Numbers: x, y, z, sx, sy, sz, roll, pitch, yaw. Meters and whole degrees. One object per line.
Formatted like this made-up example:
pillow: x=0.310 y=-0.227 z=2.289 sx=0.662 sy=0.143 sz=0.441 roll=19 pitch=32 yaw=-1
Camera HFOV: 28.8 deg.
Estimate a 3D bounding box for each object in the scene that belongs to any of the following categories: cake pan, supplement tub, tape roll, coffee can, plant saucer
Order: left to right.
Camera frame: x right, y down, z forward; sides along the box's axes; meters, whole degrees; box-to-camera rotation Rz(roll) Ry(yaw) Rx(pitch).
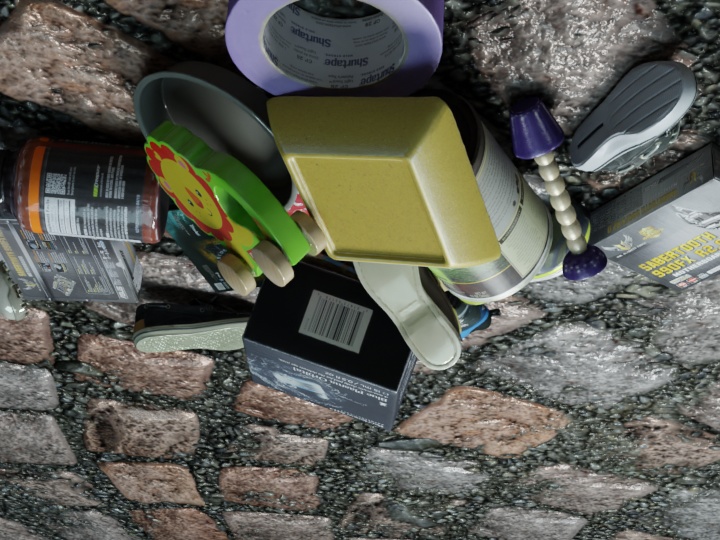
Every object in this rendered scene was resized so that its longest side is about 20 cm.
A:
supplement tub: x=-0.313 y=-0.091 z=1.551 sx=0.197 sy=0.108 sz=0.107 roll=6 pitch=151 yaw=-2
cake pan: x=-0.142 y=-0.138 z=1.443 sx=0.198 sy=0.037 sz=0.201 roll=25 pitch=149 yaw=16
tape roll: x=-0.022 y=-0.238 z=1.273 sx=0.197 sy=0.086 sz=0.201 roll=3 pitch=150 yaw=2
plant saucer: x=0.015 y=-0.072 z=1.332 sx=0.197 sy=0.049 sz=0.201 roll=5 pitch=138 yaw=31
coffee can: x=0.102 y=-0.075 z=1.483 sx=0.145 sy=0.148 sz=0.200 roll=-12 pitch=148 yaw=27

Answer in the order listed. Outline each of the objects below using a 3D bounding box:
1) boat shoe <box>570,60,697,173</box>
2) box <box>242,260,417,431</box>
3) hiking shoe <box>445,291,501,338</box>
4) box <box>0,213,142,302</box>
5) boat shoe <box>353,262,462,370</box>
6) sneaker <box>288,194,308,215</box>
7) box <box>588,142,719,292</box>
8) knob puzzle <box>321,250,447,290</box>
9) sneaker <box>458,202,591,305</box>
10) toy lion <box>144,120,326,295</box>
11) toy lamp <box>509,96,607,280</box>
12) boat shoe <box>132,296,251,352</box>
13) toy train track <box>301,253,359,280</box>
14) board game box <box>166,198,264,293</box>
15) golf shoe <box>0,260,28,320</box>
boat shoe: x=0.287 y=-0.154 z=1.414 sx=0.070 sy=0.073 sz=0.200 roll=7 pitch=163 yaw=-21
box: x=-0.030 y=0.091 z=1.702 sx=0.194 sy=0.119 sz=0.200 roll=19 pitch=162 yaw=6
hiking shoe: x=0.084 y=0.083 z=1.842 sx=0.199 sy=0.075 sz=0.086 roll=-23 pitch=140 yaw=40
box: x=-0.362 y=-0.030 z=1.709 sx=0.156 sy=0.049 sz=0.201 roll=2 pitch=151 yaw=6
boat shoe: x=0.052 y=0.015 z=1.571 sx=0.071 sy=0.060 sz=0.201 roll=-30 pitch=99 yaw=17
sneaker: x=-0.073 y=-0.110 z=1.522 sx=0.111 sy=0.072 sz=0.200 roll=-11 pitch=150 yaw=19
box: x=0.377 y=-0.055 z=1.585 sx=0.157 sy=0.049 sz=0.199 roll=22 pitch=146 yaw=-30
knob puzzle: x=0.039 y=-0.023 z=1.700 sx=0.216 sy=0.031 sz=0.221 roll=-1 pitch=148 yaw=0
sneaker: x=0.176 y=-0.024 z=1.622 sx=0.198 sy=0.075 sz=0.081 roll=-29 pitch=140 yaw=27
toy lion: x=-0.140 y=-0.071 z=1.414 sx=0.192 sy=0.069 sz=0.200 roll=51 pitch=160 yaw=-11
toy lamp: x=0.204 y=-0.086 z=1.471 sx=0.057 sy=0.058 sz=0.202 roll=-10 pitch=118 yaw=25
boat shoe: x=-0.209 y=0.068 z=1.872 sx=0.197 sy=0.063 sz=0.075 roll=-2 pitch=150 yaw=-22
toy train track: x=0.000 y=0.000 z=1.683 sx=0.198 sy=0.033 sz=0.114 roll=24 pitch=149 yaw=-25
board game box: x=-0.151 y=-0.038 z=1.702 sx=0.133 sy=0.029 sz=0.201 roll=-7 pitch=149 yaw=15
golf shoe: x=-0.476 y=-0.001 z=1.647 sx=0.200 sy=0.097 sz=0.078 roll=45 pitch=160 yaw=10
